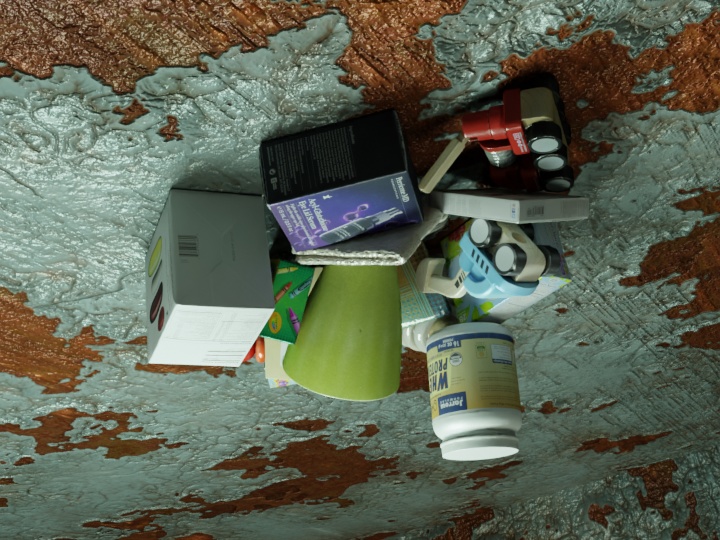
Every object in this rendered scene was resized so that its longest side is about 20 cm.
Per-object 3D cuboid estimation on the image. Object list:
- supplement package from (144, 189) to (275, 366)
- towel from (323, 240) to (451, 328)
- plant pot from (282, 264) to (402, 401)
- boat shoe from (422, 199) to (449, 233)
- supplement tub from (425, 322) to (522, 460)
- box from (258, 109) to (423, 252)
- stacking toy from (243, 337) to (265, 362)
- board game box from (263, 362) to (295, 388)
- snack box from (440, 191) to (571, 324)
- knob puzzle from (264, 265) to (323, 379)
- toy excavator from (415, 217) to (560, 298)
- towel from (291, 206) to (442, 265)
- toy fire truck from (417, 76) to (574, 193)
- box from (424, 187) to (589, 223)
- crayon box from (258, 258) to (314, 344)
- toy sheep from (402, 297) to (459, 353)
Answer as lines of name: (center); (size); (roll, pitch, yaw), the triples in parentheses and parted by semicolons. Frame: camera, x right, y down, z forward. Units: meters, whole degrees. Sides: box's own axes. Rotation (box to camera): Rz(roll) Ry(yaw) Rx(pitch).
supplement package: (-0.231, 0.016, 1.517); (0.147, 0.192, 0.200); (4, 149, -22)
towel: (0.039, 0.035, 1.712); (0.200, 0.147, 0.022); (-19, -170, 22)
plant pot: (-0.013, 0.068, 1.559); (0.187, 0.187, 0.201); (3, 110, -23)
boat shoe: (0.044, -0.064, 1.587); (0.199, 0.067, 0.057); (-9, 137, 13)
supplement tub: (0.183, 0.196, 1.634); (0.144, 0.201, 0.144); (-3, 160, -1)
box: (-0.023, -0.122, 1.419); (0.199, 0.105, 0.148); (-14, 152, 8)
stacking toy: (-0.136, 0.140, 1.793); (0.199, 0.086, 0.085); (2, 152, -3)
board game box: (-0.082, 0.141, 1.905); (0.199, 0.103, 0.105); (-9, 153, -2)
snack box: (0.229, -0.017, 1.636); (0.068, 0.169, 0.200); (10, 148, -35)
knob puzzle: (-0.072, 0.089, 1.727); (0.219, 0.220, 0.030); (-12, -167, 3)
toy excavator: (0.178, 0.000, 1.556); (0.100, 0.195, 0.200); (2, 129, -40)
towel: (0.008, -0.050, 1.495); (0.200, 0.133, 0.035); (2, 125, 33)
toy fire truck: (0.188, -0.162, 1.416); (0.199, 0.129, 0.176); (-6, 156, 18)
box: (0.210, -0.097, 1.480); (0.144, 0.036, 0.200); (-5, -168, -36)
crayon box: (-0.128, 0.045, 1.590); (0.058, 0.119, 0.200); (15, 178, -12)
toy sheep: (0.105, 0.072, 1.784); (0.138, 0.200, 0.138); (-17, 121, -31)
